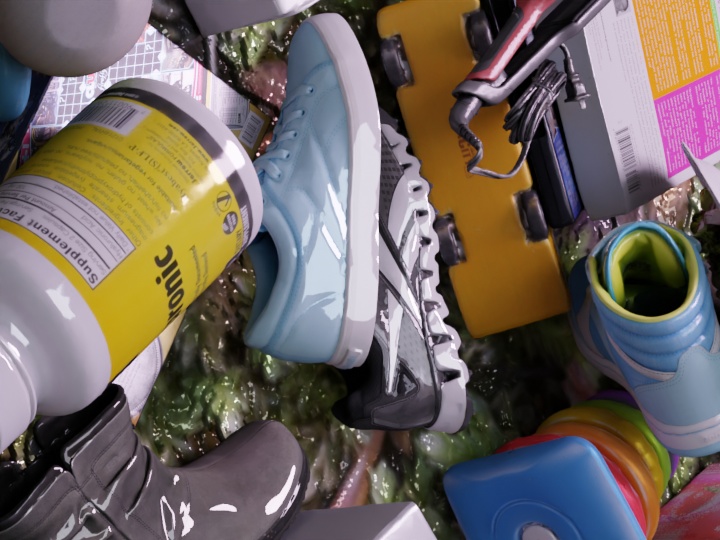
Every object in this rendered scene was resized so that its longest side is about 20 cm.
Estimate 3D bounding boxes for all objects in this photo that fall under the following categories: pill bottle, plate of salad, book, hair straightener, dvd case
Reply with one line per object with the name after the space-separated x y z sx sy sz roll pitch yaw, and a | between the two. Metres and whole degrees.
-0.148 0.002 1.473 0.200 0.111 0.112 -46 111 -33 | pill bottle
0.229 0.016 1.716 0.048 0.200 0.201 -31 108 6 | plate of salad
0.178 -0.118 1.805 0.200 0.048 0.134 -25 102 -58 | book
0.110 -0.118 1.658 0.077 0.041 0.200 52 50 -24 | hair straightener
0.099 -0.130 1.744 0.143 0.017 0.201 -41 116 -78 | dvd case

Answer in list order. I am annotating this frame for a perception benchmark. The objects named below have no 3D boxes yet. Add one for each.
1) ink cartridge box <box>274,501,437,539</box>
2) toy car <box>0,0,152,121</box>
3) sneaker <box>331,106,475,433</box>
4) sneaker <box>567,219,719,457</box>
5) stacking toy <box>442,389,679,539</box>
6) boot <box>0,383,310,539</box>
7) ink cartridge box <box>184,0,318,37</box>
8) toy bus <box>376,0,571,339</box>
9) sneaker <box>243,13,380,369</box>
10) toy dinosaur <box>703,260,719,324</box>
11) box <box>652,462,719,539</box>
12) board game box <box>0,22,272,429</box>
-0.039 0.238 1.548 0.200 0.144 0.146 -40 109 -36 | ink cartridge box
-0.208 -0.156 1.480 0.150 0.175 0.200 -46 117 4 | toy car
0.000 0.000 1.666 0.090 0.066 0.201 -10 81 -24 | sneaker
0.161 0.008 1.713 0.079 0.200 0.131 -28 122 -7 | sneaker
0.148 0.112 1.765 0.110 0.116 0.200 62 39 -14 | stacking toy
-0.109 0.110 1.537 0.200 0.067 0.131 -42 130 -34 | boot
-0.063 -0.251 1.642 0.146 0.084 0.201 -36 106 -37 | ink cartridge box
0.067 -0.065 1.717 0.078 0.065 0.201 -51 124 -81 | toy bus
-0.036 -0.048 1.602 0.081 0.074 0.201 4 71 -21 | sneaker
0.236 0.024 1.857 0.199 0.102 0.077 -28 142 -26 | toy dinosaur
0.274 0.175 1.779 0.095 0.200 0.103 -39 106 -34 | box
-0.140 -0.034 1.578 0.135 0.035 0.201 38 62 -29 | board game box
